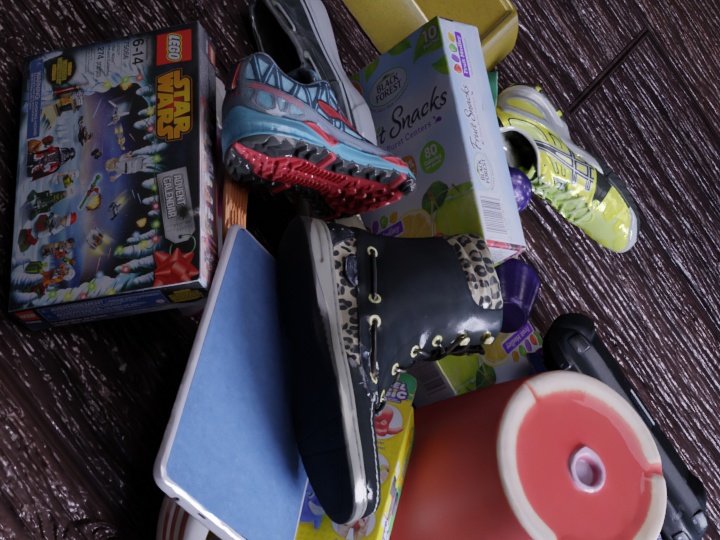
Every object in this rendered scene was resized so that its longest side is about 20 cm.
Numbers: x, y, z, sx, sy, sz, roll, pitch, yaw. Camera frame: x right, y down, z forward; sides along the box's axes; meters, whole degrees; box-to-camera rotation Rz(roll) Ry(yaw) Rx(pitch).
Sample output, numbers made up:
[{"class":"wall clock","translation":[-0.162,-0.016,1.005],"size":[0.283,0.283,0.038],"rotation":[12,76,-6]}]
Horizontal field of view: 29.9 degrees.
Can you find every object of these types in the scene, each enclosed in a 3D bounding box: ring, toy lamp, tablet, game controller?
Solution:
[{"class":"ring","translation":[-0.070,-0.021,1.009],"size":[0.200,0.019,0.202],"rotation":[-3,90,-75]},{"class":"toy lamp","translation":[0.127,-0.019,1.180],"size":[0.058,0.058,0.201],"rotation":[40,28,-22]},{"class":"tablet","translation":[-0.068,0.081,0.877],"size":[0.130,0.014,0.201],"rotation":[47,40,-36]},{"class":"game controller","translation":[0.208,0.124,1.056],"size":[0.201,0.042,0.104],"rotation":[56,16,-2]}]

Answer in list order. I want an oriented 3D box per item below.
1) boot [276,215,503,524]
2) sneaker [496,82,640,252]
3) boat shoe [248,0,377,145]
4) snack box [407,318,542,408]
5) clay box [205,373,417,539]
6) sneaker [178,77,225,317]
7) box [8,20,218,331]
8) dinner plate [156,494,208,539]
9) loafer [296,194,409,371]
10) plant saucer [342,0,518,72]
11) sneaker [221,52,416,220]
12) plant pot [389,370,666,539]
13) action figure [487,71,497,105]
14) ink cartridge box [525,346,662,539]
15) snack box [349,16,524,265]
[{"class":"boot","translation":[0.030,0.061,0.907],"size":[0.153,0.073,0.205],"rotation":[0,70,-29]},{"class":"sneaker","translation":[0.193,-0.089,1.334],"size":[0.200,0.075,0.076],"rotation":[47,51,-1]},{"class":"boat shoe","translation":[-0.048,-0.146,1.136],"size":[0.070,0.072,0.201],"rotation":[-5,63,-36]},{"class":"snack box","translation":[0.127,0.126,1.165],"size":[0.142,0.053,0.201],"rotation":[-34,94,-47]},{"class":"clay box","translation":[-0.033,0.154,0.919],"size":[0.048,0.114,0.201],"rotation":[83,21,-50]},{"class":"sneaker","translation":[-0.143,-0.071,0.987],"size":[0.088,0.081,0.202],"rotation":[18,57,-38]},{"class":"box","translation":[-0.167,-0.066,0.924],"size":[0.040,0.136,0.202],"rotation":[59,25,-63]},{"class":"dinner plate","translation":[-0.066,0.210,0.959],"size":[0.199,0.024,0.202],"rotation":[21,56,-34]},{"class":"loafer","translation":[0.000,0.000,1.071],"size":[0.076,0.068,0.202],"rotation":[-14,92,-75]},{"class":"plant saucer","translation":[0.072,-0.272,1.321],"size":[0.200,0.048,0.200],"rotation":[54,43,-10]},{"class":"sneaker","translation":[-0.025,-0.101,0.972],"size":[0.200,0.079,0.096],"rotation":[21,54,-56]},{"class":"plant pot","translation":[0.113,0.169,0.976],"size":[0.199,0.177,0.202],"rotation":[13,60,-24]},{"class":"action figure","translation":[0.074,-0.068,1.193],"size":[0.055,0.117,0.202],"rotation":[24,62,-48]},{"class":"ink cartridge box","translation":[0.215,0.145,1.132],"size":[0.197,0.043,0.200],"rotation":[63,12,9]},{"class":"snack box","translation":[0.052,-0.087,1.126],"size":[0.053,0.142,0.202],"rotation":[7,65,-41]}]
